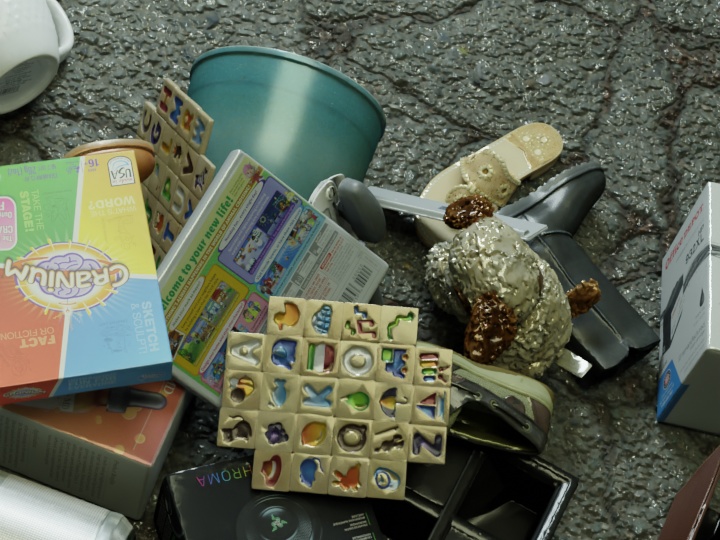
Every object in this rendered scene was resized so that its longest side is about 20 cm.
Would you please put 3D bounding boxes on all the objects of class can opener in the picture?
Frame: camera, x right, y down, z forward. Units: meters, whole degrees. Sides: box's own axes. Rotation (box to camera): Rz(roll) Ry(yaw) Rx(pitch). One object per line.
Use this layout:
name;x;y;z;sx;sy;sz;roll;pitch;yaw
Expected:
can opener;0.000;0.000;1.699;0.066;0.201;0.053;15;46;38

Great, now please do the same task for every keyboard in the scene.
keyboard;0.086;-0.058;1.813;0.198;0.011;0.056;14;14;24

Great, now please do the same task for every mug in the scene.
mug;-0.368;-0.252;1.818;0.176;0.148;0.199;53;30;15

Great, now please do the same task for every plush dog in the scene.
plush dog;0.135;0.022;1.708;0.159;0.172;0.202;-21;60;13

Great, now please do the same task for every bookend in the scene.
bookend;0.062;0.234;1.624;0.199;0.092;0.199;29;55;6

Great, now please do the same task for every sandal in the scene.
sandal;0.137;-0.107;1.881;0.211;0.070;0.078;-36;71;-31

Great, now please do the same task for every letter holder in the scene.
letter holder;0.319;0.271;1.634;0.100;0.143;0.201;28;55;5

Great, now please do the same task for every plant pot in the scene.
plant pot;-0.094;-0.083;1.741;0.198;0.200;0.190;17;69;-3

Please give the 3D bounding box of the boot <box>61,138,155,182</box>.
boot;-0.240;-0.023;1.597;0.199;0.077;0.156;-23;66;-29

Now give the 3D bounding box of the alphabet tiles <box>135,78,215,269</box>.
alphabet tiles;-0.183;-0.082;1.701;0.006;0.168;0.200;9;17;-28

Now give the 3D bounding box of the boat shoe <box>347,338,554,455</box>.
boat shoe;0.077;0.115;1.606;0.199;0.072;0.066;14;48;-10

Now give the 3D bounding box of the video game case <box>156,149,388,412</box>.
video game case;-0.092;0.026;1.607;0.182;0.022;0.201;37;73;-20

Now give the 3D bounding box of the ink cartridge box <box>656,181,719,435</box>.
ink cartridge box;0.355;0.038;1.795;0.083;0.146;0.201;12;55;-5

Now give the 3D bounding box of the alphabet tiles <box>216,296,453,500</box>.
alphabet tiles;-0.021;0.110;1.571;0.198;0.006;0.168;5;80;-1

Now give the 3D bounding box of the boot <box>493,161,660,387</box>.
boot;0.236;0.002;1.836;0.164;0.066;0.200;-30;66;-20

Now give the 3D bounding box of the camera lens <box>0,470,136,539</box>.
camera lens;-0.291;0.250;1.482;0.198;0.160;0.161;20;55;-1

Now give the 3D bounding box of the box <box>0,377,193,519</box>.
box;-0.255;0.103;1.621;0.198;0.107;0.153;21;54;0

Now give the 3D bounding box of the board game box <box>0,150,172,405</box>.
board game box;-0.247;0.004;1.526;0.151;0.040;0.202;-8;67;-13

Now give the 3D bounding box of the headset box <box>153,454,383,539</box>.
headset box;-0.068;0.266;1.570;0.173;0.093;0.201;-10;61;-19
